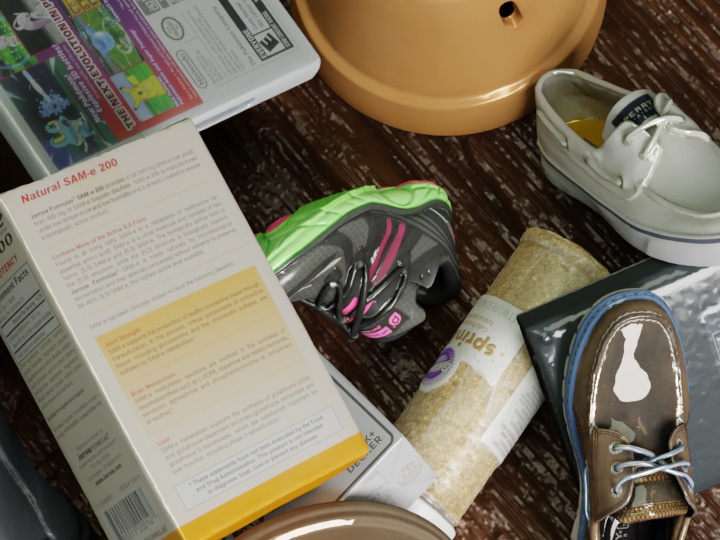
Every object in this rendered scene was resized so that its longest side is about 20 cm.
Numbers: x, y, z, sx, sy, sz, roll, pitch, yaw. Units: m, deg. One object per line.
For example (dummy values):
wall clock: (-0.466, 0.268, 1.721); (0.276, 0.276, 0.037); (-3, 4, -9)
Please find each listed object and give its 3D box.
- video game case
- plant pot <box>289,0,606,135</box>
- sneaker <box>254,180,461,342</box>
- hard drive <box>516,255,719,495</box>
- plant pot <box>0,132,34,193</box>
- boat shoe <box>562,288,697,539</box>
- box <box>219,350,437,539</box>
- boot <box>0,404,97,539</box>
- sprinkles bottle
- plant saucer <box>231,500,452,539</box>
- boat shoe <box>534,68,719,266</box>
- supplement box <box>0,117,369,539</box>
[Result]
video game case: (-0.148, -0.154, 1.287); (0.181, 0.023, 0.201); (-27, 74, -28)
plant pot: (0.050, -0.196, 1.373); (0.198, 0.140, 0.202); (-1, 75, 4)
sneaker: (0.000, 0.000, 1.305); (0.076, 0.199, 0.084); (-26, 82, 38)
hard drive: (0.201, 0.050, 1.311); (0.199, 0.033, 0.140); (-23, 113, -4)
plant pot: (-0.270, -0.017, 1.300); (0.185, 0.200, 0.188); (9, 58, -14)
boat shoe: (0.154, 0.111, 1.265); (0.072, 0.072, 0.202); (-7, 111, -10)
box: (-0.065, 0.085, 1.304); (0.117, 0.060, 0.200); (-47, 57, -4)
boot: (-0.210, 0.157, 1.215); (0.076, 0.169, 0.201); (-13, 40, 20)
sprinkles bottle: (0.068, 0.073, 1.333); (0.068, 0.068, 0.201); (33, 78, 12)
plant saucer: (-0.022, 0.216, 1.245); (0.199, 0.201, 0.029); (-31, 35, -6)
boat shoe: (0.162, -0.066, 1.310); (0.071, 0.070, 0.200); (-29, 33, -15)
supplement box: (-0.102, 0.039, 1.184); (0.126, 0.073, 0.201); (-24, 82, -36)
